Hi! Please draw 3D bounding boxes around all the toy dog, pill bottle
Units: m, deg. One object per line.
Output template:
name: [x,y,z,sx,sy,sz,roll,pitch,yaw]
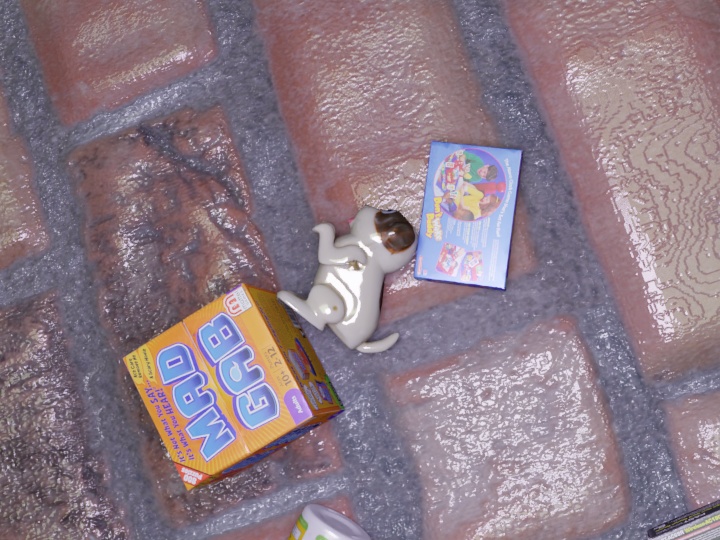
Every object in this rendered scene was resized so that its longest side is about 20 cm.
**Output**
toy dog: [0.000,0.000,1.368,0.193,0.140,0.201,35,90,10]
pill bottle: [-0.075,0.443,1.350,0.110,0.111,0.201,28,90,12]

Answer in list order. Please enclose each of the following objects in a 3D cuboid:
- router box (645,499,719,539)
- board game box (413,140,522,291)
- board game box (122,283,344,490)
router box: [0.501,0.382,1.268,0.199,0.062,0.151,-25,81,9]
board game box: [0.157,-0.079,1.390,0.133,0.045,0.202,8,86,11]
board game box: [-0.171,0.161,1.349,0.199,0.200,0.201,-31,79,6]
